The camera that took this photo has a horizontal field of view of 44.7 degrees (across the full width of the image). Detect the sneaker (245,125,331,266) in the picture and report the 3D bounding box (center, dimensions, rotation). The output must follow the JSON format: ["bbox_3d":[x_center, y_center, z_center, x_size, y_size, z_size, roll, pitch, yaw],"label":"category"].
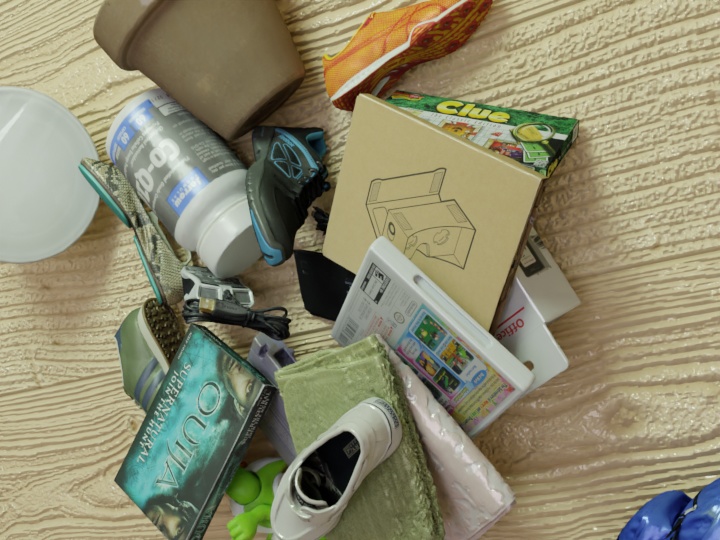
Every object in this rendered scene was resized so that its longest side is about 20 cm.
[{"bbox_3d":[-0.071,-0.087,0.888,0.080,0.203,0.074,-6,134,2],"label":"sneaker"}]

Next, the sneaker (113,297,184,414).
[{"bbox_3d":[-0.239,0.142,1.049,0.089,0.067,0.204,-27,81,33],"label":"sneaker"}]

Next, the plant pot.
[{"bbox_3d":[-0.153,-0.239,0.925,0.199,0.200,0.176,-37,94,23],"label":"plant pot"}]

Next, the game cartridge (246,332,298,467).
[{"bbox_3d":[-0.057,0.172,0.939,0.201,0.038,0.130,49,148,17],"label":"game cartridge"}]

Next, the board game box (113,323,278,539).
[{"bbox_3d":[-0.181,0.179,0.949,0.134,0.028,0.203,30,96,35],"label":"board game box"}]

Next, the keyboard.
[{"bbox_3d":[0.000,0.000,0.897,0.197,0.020,0.130,11,117,44],"label":"keyboard"}]

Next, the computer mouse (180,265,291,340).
[{"bbox_3d":[-0.149,0.035,0.942,0.200,0.107,0.045,-150,69,-68],"label":"computer mouse"}]

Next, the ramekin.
[{"bbox_3d":[-0.418,-0.114,1.056,0.094,0.198,0.208,11,100,63],"label":"ramekin"}]

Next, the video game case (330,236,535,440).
[{"bbox_3d":[0.058,0.079,0.831,0.182,0.024,0.201,42,152,9],"label":"video game case"}]

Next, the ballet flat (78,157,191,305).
[{"bbox_3d":[-0.252,-0.058,1.038,0.074,0.068,0.202,-32,90,-15],"label":"ballet flat"}]

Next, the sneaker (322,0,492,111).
[{"bbox_3d":[0.040,-0.238,0.879,0.197,0.073,0.079,-25,72,23],"label":"sneaker"}]

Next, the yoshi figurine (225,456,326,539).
[{"bbox_3d":[-0.109,0.291,0.973,0.199,0.112,0.113,39,125,17],"label":"yoshi figurine"}]

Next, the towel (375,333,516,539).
[{"bbox_3d":[0.048,0.187,0.869,0.200,0.032,0.192,48,144,17],"label":"towel"}]

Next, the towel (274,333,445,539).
[{"bbox_3d":[-0.001,0.171,0.829,0.146,0.036,0.204,-19,89,39],"label":"towel"}]

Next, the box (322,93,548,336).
[{"bbox_3d":[0.058,-0.046,0.794,0.198,0.021,0.167,30,118,29],"label":"box"}]

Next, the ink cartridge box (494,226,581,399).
[{"bbox_3d":[0.125,0.016,0.833,0.116,0.066,0.202,-42,74,45],"label":"ink cartridge box"}]

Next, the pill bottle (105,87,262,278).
[{"bbox_3d":[-0.184,-0.096,0.974,0.200,0.113,0.114,48,111,16],"label":"pill bottle"}]

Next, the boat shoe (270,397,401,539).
[{"bbox_3d":[-0.036,0.195,0.796,0.072,0.065,0.200,52,125,14],"label":"boat shoe"}]

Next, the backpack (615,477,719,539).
[{"bbox_3d":[0.295,0.262,0.728,0.167,0.161,0.203,37,109,23],"label":"backpack"}]

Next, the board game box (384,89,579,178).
[{"bbox_3d":[0.099,-0.130,0.838,0.196,0.105,0.024,14,127,25],"label":"board game box"}]
